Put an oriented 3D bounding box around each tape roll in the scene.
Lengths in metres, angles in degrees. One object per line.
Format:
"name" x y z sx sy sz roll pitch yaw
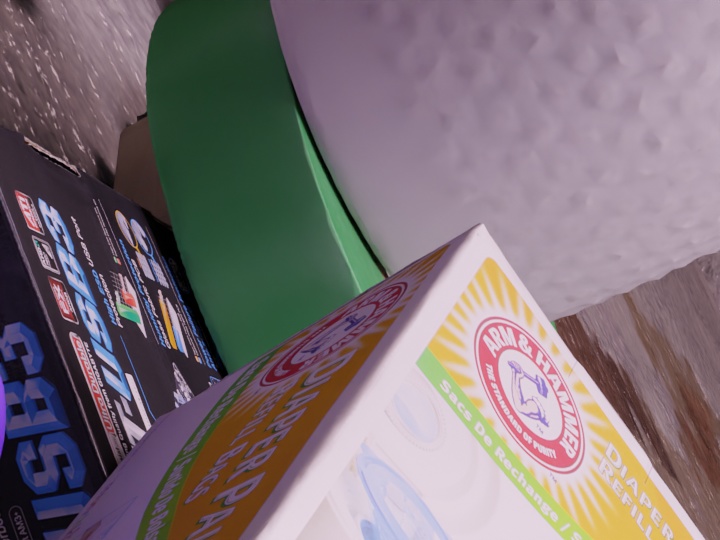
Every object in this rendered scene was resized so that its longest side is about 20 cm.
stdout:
"tape roll" 0.005 -0.001 0.848 0.201 0.048 0.201 55 21 -33

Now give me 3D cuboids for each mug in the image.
"mug" 0.093 -0.069 0.823 0.200 0.175 0.148 37 33 -58

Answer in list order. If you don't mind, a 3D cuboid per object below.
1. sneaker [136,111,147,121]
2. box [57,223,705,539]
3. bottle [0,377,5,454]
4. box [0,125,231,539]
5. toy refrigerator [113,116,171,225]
"sneaker" 0.000 0.000 1.038 0.200 0.085 0.078 54 14 -42
"box" -0.009 0.092 0.557 0.113 0.101 0.200 54 29 -9
"bottle" -0.123 -0.034 0.587 0.084 0.065 0.201 53 14 -45
"box" -0.048 0.073 0.729 0.201 0.049 0.198 66 12 17
"toy refrigerator" -0.011 0.034 0.958 0.200 0.070 0.076 55 20 -32
